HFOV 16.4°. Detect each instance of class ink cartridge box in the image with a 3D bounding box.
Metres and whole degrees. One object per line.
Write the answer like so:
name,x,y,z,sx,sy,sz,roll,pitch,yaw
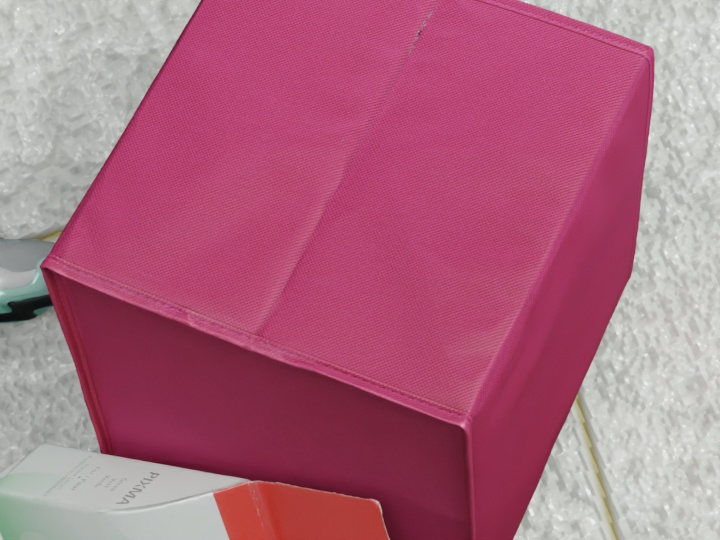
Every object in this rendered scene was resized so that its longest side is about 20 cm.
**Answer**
ink cartridge box,-0.063,0.164,1.124,0.200,0.050,0.161,8,127,39

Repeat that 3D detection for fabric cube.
fabric cube,0.000,0.000,1.103,0.200,0.196,0.200,21,63,14

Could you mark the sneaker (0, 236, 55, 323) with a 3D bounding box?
sneaker,-0.238,-0.038,1.249,0.199,0.078,0.140,-5,83,11
